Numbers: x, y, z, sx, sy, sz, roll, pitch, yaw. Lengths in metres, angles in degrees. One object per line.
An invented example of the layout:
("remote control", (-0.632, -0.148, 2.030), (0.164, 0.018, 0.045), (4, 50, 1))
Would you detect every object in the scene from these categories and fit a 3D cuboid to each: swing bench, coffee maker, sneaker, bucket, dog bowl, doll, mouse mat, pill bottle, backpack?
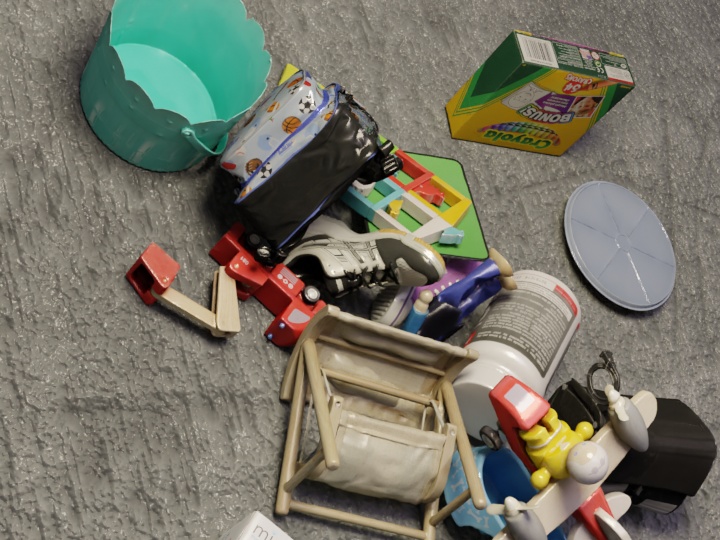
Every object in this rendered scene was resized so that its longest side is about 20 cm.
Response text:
("swing bench", (0.021, 0.170, 1.377), (0.196, 0.130, 0.202), (18, 50, -24))
("coffee maker", (0.325, 0.204, 1.515), (0.197, 0.192, 0.136), (9, 50, -31))
("sneaker", (0.093, 0.022, 1.545), (0.114, 0.072, 0.201), (42, 49, -10))
("bucket", (-0.213, -0.222, 1.434), (0.204, 0.135, 0.210), (15, 57, -25))
("dog bowl", (0.173, 0.288, 1.438), (0.111, 0.049, 0.202), (-33, 91, -50))
("doll", (0.092, 0.056, 1.481), (0.199, 0.137, 0.049), (-40, 62, -6))
("mouse mat", (0.072, -0.086, 1.577), (0.158, 0.008, 0.202), (7, 40, -17))
("sneaker", (0.000, 0.000, 1.448), (0.088, 0.197, 0.076), (-59, 146, -34))
("pill bottle", (0.183, 0.103, 1.529), (0.114, 0.114, 0.201), (42, 49, -6))
("backpack", (-0.065, -0.131, 1.425), (0.155, 0.199, 0.191), (52, 11, -8))

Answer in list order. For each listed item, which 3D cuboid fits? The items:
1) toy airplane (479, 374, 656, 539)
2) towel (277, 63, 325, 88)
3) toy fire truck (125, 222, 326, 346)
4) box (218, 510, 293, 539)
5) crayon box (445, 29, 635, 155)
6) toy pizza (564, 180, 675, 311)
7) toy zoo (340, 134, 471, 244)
("toy airplane", (0.229, 0.220, 1.356), (0.196, 0.141, 0.204), (8, 78, -14))
("towel", (-0.085, -0.165, 1.569), (0.085, 0.018, 0.202), (33, 50, -21))
("toy fire truck", (-0.144, 0.025, 1.397), (0.200, 0.049, 0.141), (43, 49, -6))
("box", (-0.083, 0.367, 1.210), (0.199, 0.097, 0.177), (39, 49, -8))
("crayon box", (0.243, -0.237, 1.725), (0.197, 0.173, 0.059), (6, 57, -31))
("toy pizza", (0.362, -0.033, 1.782), (0.198, 0.032, 0.203), (15, 58, -25))
("toy zoo", (0.048, -0.093, 1.553), (0.199, 0.021, 0.131), (38, 42, 19))
